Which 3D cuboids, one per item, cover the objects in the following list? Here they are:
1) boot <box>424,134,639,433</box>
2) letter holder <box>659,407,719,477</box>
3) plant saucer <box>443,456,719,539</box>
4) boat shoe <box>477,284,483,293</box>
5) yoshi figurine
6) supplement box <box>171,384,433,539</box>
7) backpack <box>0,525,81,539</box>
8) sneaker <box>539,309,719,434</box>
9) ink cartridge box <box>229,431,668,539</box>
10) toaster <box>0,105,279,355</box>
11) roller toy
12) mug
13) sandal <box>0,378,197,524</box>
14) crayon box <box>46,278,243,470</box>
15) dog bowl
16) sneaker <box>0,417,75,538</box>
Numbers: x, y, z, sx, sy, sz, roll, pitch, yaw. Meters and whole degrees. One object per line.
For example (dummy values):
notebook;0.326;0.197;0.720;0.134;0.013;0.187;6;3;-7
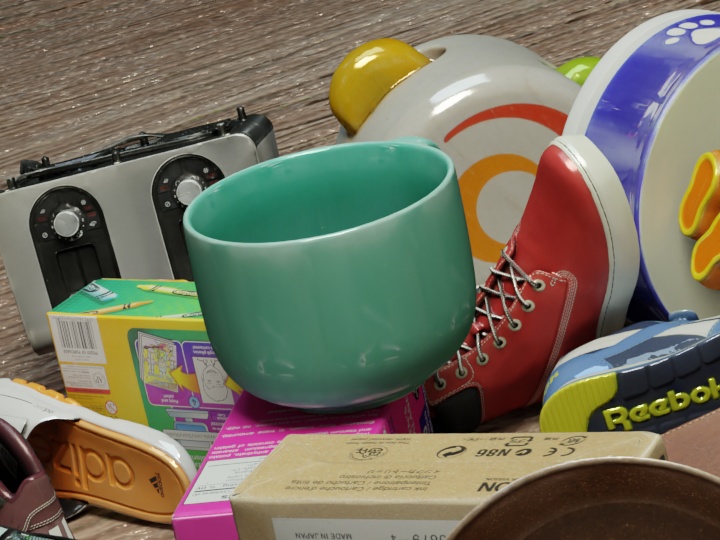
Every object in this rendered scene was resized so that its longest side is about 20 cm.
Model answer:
boot;0.084;0.018;1.740;0.144;0.201;0.072;-21;49;-20
letter holder;0.221;0.133;1.468;0.199;0.101;0.142;-22;24;-23
plant saucer;0.117;0.175;1.286;0.199;0.201;0.037;-9;7;11
boat shoe;0.116;0.026;1.863;0.199;0.076;0.060;-28;19;-6
yoshi figurine;0.295;-0.019;1.731;0.199;0.113;0.112;14;-6;-18
supplement box;-0.024;0.130;1.623;0.103;0.102;0.200;-6;22;16
backpack;-0.130;0.202;1.385;0.200;0.178;0.151;14;63;52
sneaker;0.198;0.056;1.725;0.199;0.074;0.082;-11;18;2
ink cartridge box;0.053;0.163;1.392;0.199;0.166;0.075;-3;21;27
toaster;-0.138;-0.029;1.947;0.180;0.119;0.200;-13;7;4
roller toy;0.076;-0.057;1.937;0.199;0.183;0.140;0;16;-15
mug;0.001;0.004;1.631;0.184;0.115;0.152;-20;22;-24
sandal;-0.185;0.117;1.790;0.206;0.080;0.059;8;26;41
crayon box;-0.086;0.072;1.792;0.199;0.119;0.058;2;24;34
dog bowl;0.218;-0.056;1.824;0.200;0.201;0.079;-25;25;-30
sneaker;-0.236;0.128;1.738;0.199;0.116;0.076;6;27;42
